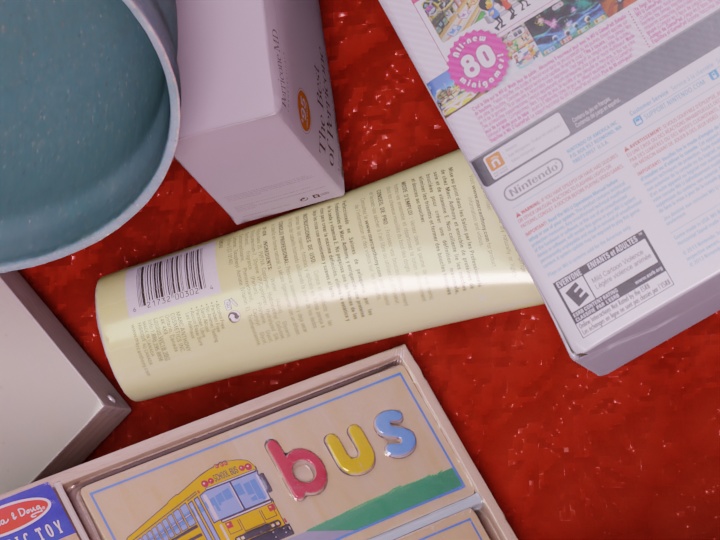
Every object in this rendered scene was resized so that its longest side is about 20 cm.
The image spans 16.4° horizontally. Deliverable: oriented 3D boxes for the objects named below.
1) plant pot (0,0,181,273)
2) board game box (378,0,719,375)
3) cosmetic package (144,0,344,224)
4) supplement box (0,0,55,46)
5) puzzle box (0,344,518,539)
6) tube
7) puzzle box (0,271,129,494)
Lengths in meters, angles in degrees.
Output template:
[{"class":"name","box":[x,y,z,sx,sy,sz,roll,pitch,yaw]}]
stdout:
[{"class":"plant pot","box":[-0.154,-0.111,0.858,0.199,0.201,0.135,-9,51,17]},{"class":"board game box","box":[0.096,-0.086,0.887,0.147,0.064,0.201,-30,75,10]},{"class":"cosmetic package","box":[-0.050,-0.127,0.943,0.050,0.083,0.201,-14,67,15]},{"class":"supplement box","box":[-0.178,-0.157,1.006,0.110,0.086,0.200,-34,72,10]},{"class":"puzzle box","box":[-0.036,0.114,0.876,0.199,0.025,0.133,-20,69,-30]},{"class":"tube","box":[0.000,0.000,0.943,0.199,0.052,0.058,-18,115,10]},{"class":"puzzle box","box":[-0.200,0.029,1.003,0.133,0.025,0.200,-45,70,11]}]
